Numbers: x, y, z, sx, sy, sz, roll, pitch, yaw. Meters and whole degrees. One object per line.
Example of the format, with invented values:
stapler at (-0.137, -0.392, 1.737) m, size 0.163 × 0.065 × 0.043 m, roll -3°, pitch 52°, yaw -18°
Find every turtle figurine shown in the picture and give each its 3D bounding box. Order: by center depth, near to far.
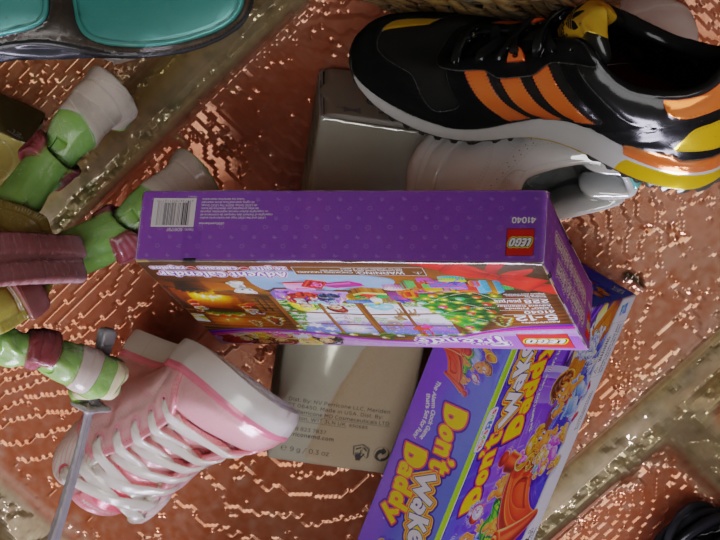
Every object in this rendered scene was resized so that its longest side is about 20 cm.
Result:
turtle figurine at (-0.174, 0.003, 1.176) m, size 0.194 × 0.144 × 0.200 m, roll -43°, pitch 137°, yaw -16°

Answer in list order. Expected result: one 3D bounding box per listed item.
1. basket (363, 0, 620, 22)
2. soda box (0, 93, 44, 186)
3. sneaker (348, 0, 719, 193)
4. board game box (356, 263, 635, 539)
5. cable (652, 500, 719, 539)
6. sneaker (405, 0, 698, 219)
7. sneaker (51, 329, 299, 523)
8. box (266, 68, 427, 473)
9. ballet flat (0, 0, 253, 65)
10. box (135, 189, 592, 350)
basket at (0.039, -0.213, 1.116) m, size 0.142 × 0.200 × 0.150 m, roll 4°, pitch 81°, yaw 33°
soda box at (-0.277, -0.088, 1.230) m, size 0.199 × 0.064 × 0.068 m, roll 23°, pitch 108°, yaw -8°
sneaker at (0.093, -0.105, 1.107) m, size 0.199 × 0.070 × 0.090 m, roll 15°, pitch 145°, yaw 9°
board game box at (0.069, 0.099, 1.258) m, size 0.045 × 0.134 × 0.201 m, roll 31°, pitch 113°, yaw 26°
cable at (0.231, 0.225, 1.348) m, size 0.163 × 0.051 × 0.201 m, roll -18°, pitch 109°, yaw 7°
sneaker at (0.122, -0.070, 1.177) m, size 0.200 × 0.088 × 0.075 m, roll -37°, pitch 134°, yaw -26°
sneaker at (-0.103, 0.093, 1.213) m, size 0.075 × 0.200 × 0.105 m, roll 37°, pitch 79°, yaw -20°
box at (0.000, 0.000, 1.244) m, size 0.077 × 0.095 × 0.201 m, roll 8°, pitch 112°, yaw -4°
ballet flat at (-0.154, -0.141, 1.208) m, size 0.199 × 0.073 × 0.073 m, roll -4°, pitch 111°, yaw 3°
box at (0.006, 0.001, 1.115) m, size 0.199 × 0.137 × 0.039 m, roll 0°, pitch 72°, yaw 16°
